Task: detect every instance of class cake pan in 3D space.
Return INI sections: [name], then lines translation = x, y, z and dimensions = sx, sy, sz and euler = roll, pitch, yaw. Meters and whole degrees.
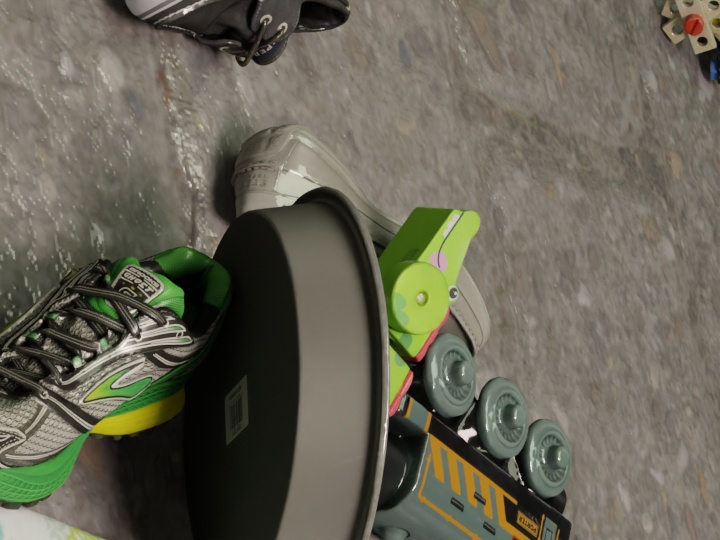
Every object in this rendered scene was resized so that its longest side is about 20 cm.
[cake pan]
translation = -0.040, 0.061, 0.772
dimensions = 0.036, 0.200, 0.203
euler = 5, 66, -21

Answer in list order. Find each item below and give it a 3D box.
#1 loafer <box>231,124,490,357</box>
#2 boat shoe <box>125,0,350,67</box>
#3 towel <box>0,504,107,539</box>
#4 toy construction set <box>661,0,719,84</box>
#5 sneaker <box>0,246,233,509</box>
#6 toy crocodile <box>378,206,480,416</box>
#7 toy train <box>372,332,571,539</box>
[loafer]
translation = 0.000, 0.000, 0.967
dimensions = 0.200, 0.070, 0.070
euler = 39, 48, -30
[boat shoe]
translation = -0.060, -0.147, 0.954
dimensions = 0.067, 0.069, 0.200
euler = 67, 24, -4
[towel]
translation = -0.130, 0.184, 0.683
dimensions = 0.199, 0.048, 0.173
euler = 33, 48, -45
[toy construction set]
translation = 0.353, -0.254, 1.618
dimensions = 0.200, 0.091, 0.132
euler = -51, 141, -46
[sneaker]
translation = -0.124, 0.032, 0.719
dimensions = 0.078, 0.086, 0.200
euler = 38, 27, 11
[toy crocodile]
translation = 0.002, 0.048, 0.884
dimensions = 0.062, 0.067, 0.201
euler = 46, 64, -29
[toy train]
translation = 0.052, 0.117, 0.972
dimensions = 0.200, 0.085, 0.115
euler = 41, 52, -39
